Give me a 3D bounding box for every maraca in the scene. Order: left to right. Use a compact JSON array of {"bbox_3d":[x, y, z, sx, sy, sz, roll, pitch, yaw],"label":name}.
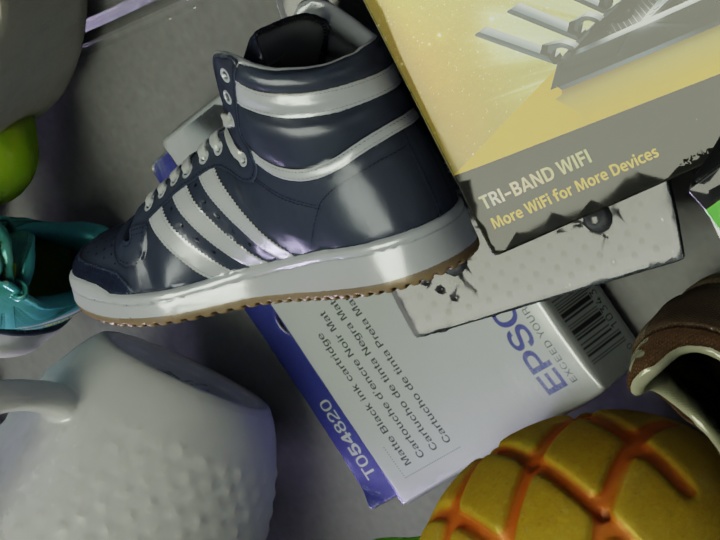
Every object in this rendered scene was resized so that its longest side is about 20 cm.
[{"bbox_3d":[0.070,0.124,1.166,0.199,0.137,0.107,-22,118,10],"label":"maraca"}]

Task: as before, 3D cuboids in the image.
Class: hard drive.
[{"bbox_3d":[0.045,-0.085,1.126,0.134,0.042,0.201,-17,98,25],"label":"hard drive"}]

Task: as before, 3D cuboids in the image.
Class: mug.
[{"bbox_3d":[-0.135,0.119,1.311,0.147,0.200,0.176,29,96,47],"label":"mug"}]

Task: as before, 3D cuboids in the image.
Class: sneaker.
[{"bbox_3d":[-0.190,-0.002,1.309,0.079,0.200,0.078,-23,80,37],"label":"sneaker"},{"bbox_3d":[-0.050,-0.042,1.126,0.199,0.070,0.109,-7,111,40],"label":"sneaker"},{"bbox_3d":[0.185,0.088,1.110,0.200,0.075,0.071,41,135,16],"label":"sneaker"}]

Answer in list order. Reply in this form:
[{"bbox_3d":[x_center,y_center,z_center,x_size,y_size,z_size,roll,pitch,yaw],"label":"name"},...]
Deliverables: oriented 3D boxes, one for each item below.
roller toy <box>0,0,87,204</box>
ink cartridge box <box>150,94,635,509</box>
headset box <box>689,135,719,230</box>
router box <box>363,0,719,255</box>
[{"bbox_3d":[-0.233,-0.129,1.303,0.200,0.140,0.183,36,133,21],"label":"roller toy"},{"bbox_3d":[0.000,0.000,1.247,0.200,0.041,0.200,56,137,1],"label":"ink cartridge box"},{"bbox_3d":[0.233,-0.023,0.940,0.174,0.093,0.200,-36,96,28],"label":"headset box"},{"bbox_3d":[0.103,-0.116,1.036,0.200,0.052,0.158,-25,97,27],"label":"router box"}]
